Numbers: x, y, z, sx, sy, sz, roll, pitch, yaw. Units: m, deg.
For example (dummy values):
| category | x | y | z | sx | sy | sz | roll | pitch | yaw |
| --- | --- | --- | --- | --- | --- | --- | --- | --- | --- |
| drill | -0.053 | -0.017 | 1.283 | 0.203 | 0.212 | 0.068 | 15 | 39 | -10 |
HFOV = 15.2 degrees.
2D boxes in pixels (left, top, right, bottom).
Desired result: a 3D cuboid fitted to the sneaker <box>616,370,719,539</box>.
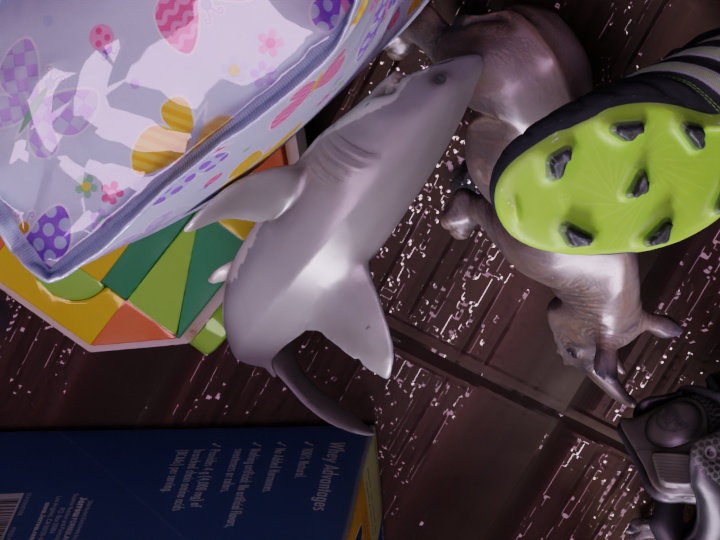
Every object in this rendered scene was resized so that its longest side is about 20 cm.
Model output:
| category | x | y | z | sx | sy | sz | roll | pitch | yaw |
| --- | --- | --- | --- | --- | --- | --- | --- | --- | --- |
| sneaker | 0.184 | 0.052 | 1.135 | 0.114 | 0.076 | 0.200 | 22 | 103 | -22 |

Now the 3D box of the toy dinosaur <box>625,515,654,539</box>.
| category | x | y | z | sx | sy | sz | roll | pitch | yaw |
| --- | --- | --- | --- | --- | --- | --- | --- | --- | --- |
| toy dinosaur | 0.161 | 0.151 | 1.221 | 0.088 | 0.047 | 0.200 | 14 | 99 | 17 |

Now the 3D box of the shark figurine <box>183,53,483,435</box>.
| category | x | y | z | sx | sy | sz | roll | pitch | yaw |
| --- | --- | --- | --- | --- | --- | --- | --- | --- | --- |
| shark figurine | -0.015 | 0.016 | 1.098 | 0.090 | 0.128 | 0.215 | 48 | 143 | 17 |

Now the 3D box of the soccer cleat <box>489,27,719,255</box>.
| category | x | y | z | sx | sy | sz | roll | pitch | yaw |
| --- | --- | --- | --- | --- | --- | --- | --- | --- | --- |
| soccer cleat | 0.134 | -0.060 | 1.077 | 0.200 | 0.081 | 0.068 | -22 | 114 | -18 |

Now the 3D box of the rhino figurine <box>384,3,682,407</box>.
| category | x | y | z | sx | sy | sz | roll | pitch | yaw |
| --- | --- | --- | --- | --- | --- | --- | --- | --- | --- |
| rhino figurine | 0.079 | -0.025 | 1.127 | 0.087 | 0.060 | 0.200 | 9 | 127 | 53 |

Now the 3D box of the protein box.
| category | x | y | z | sx | sy | sz | roll | pitch | yaw |
| --- | --- | --- | --- | --- | --- | --- | --- | --- | --- |
| protein box | -0.097 | 0.172 | 1.181 | 0.200 | 0.199 | 0.135 | -1 | 115 | 8 |

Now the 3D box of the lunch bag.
| category | x | y | z | sx | sy | sz | roll | pitch | yaw |
| --- | --- | --- | --- | --- | --- | --- | --- | --- | --- |
| lunch bag | -0.058 | -0.105 | 1.036 | 0.200 | 0.170 | 0.127 | -35 | 92 | 16 |

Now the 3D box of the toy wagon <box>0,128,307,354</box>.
| category | x | y | z | sx | sy | sz | roll | pitch | yaw |
| --- | --- | --- | --- | --- | --- | --- | --- | --- | --- |
| toy wagon | -0.087 | -0.059 | 1.165 | 0.155 | 0.040 | 0.200 | 36 | 113 | -9 |
